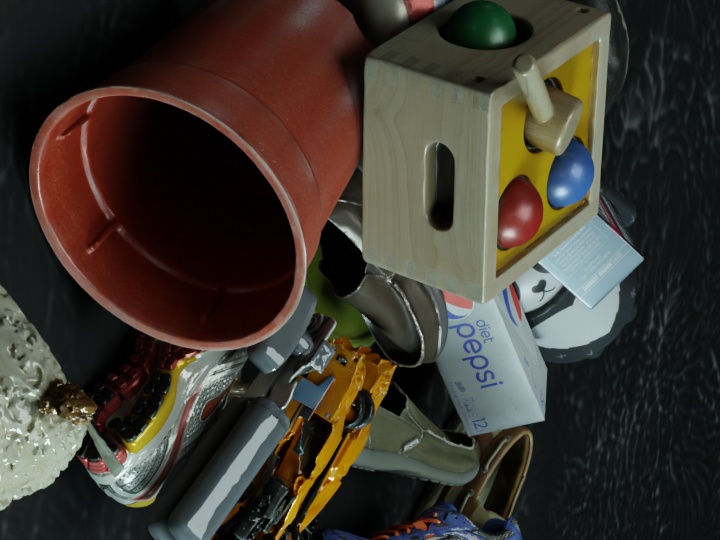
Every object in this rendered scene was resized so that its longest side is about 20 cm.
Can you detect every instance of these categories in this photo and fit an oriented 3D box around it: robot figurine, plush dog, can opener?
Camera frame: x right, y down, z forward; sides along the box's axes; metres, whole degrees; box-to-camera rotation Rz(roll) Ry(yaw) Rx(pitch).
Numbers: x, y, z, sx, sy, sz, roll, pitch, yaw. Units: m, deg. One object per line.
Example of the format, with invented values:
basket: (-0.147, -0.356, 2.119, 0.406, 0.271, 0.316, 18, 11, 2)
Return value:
robot figurine: (0.152, 0.003, 1.947, 0.200, 0.124, 0.152, 36, 61, -50)
robot figurine: (-0.048, 0.143, 1.696, 0.201, 0.058, 0.145, -60, 163, 2)
plush dog: (-0.255, 0.103, 1.406, 0.171, 0.160, 0.201, -35, 124, -15)
can opener: (-0.085, 0.094, 1.597, 0.067, 0.053, 0.201, 49, 59, -25)

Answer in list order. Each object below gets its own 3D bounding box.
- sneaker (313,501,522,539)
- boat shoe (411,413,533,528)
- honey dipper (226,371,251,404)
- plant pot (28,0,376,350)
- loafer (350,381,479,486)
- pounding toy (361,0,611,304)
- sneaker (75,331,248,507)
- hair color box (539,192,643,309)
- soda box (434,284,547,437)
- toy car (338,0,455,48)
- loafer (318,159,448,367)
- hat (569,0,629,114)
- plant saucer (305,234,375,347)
sneaker: (0.046, 0.218, 1.848, 0.199, 0.075, 0.079, 12, 80, -33)
boat shoe: (0.089, 0.210, 1.931, 0.076, 0.073, 0.202, 34, 67, -50)
honey dipper: (-0.087, 0.028, 1.699, 0.038, 0.038, 0.202, 8, 85, -54)
plant pot: (-0.085, -0.085, 1.568, 0.196, 0.199, 0.202, -54, 135, -46)
loafer: (0.031, 0.124, 1.838, 0.199, 0.075, 0.070, 15, 86, -54)
pounding toy: (0.094, -0.097, 1.566, 0.184, 0.141, 0.202, -36, 136, -46)
sneaker: (-0.124, 0.077, 1.631, 0.200, 0.077, 0.083, -50, 140, -28)
hair color box: (0.118, -0.070, 1.774, 0.200, 0.099, 0.061, 40, 104, -23)
soda box: (0.085, 0.033, 1.836, 0.064, 0.068, 0.201, -81, 152, -51)
toy car: (0.055, -0.214, 1.696, 0.199, 0.177, 0.186, -22, 115, -22)
loafer: (0.000, 0.000, 1.730, 0.071, 0.073, 0.201, -47, 127, -29)
hat: (0.114, -0.190, 1.892, 0.081, 0.199, 0.202, -106, -176, -69)
plant saucer: (-0.013, -0.020, 1.787, 0.199, 0.031, 0.202, -9, 101, -57)
